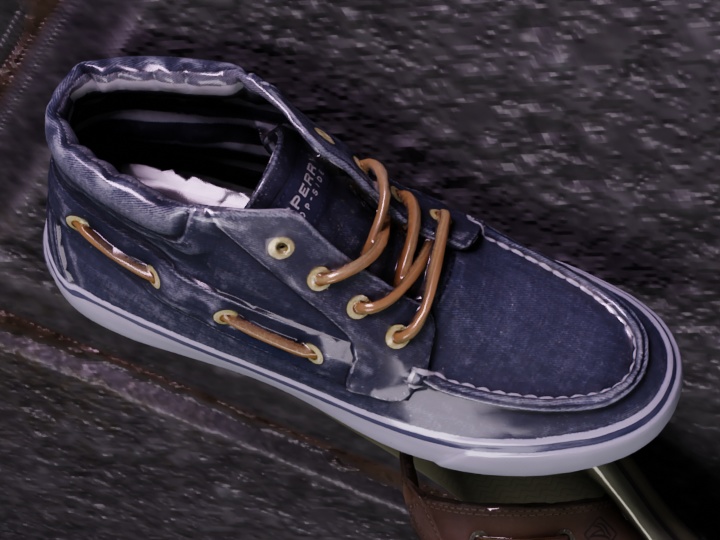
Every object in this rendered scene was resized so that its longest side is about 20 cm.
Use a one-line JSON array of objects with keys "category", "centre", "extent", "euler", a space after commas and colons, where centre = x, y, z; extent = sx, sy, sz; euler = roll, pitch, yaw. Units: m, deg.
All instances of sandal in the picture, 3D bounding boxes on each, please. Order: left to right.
[{"category": "sandal", "centre": [0.061, 0.091, 0.902], "extent": [0.201, 0.057, 0.080], "euler": [42, 145, -7]}]

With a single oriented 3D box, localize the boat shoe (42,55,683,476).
[{"category": "boat shoe", "centre": [0.000, 0.000, 0.792], "extent": [0.199, 0.071, 0.091], "euler": [15, 154, 5]}]
